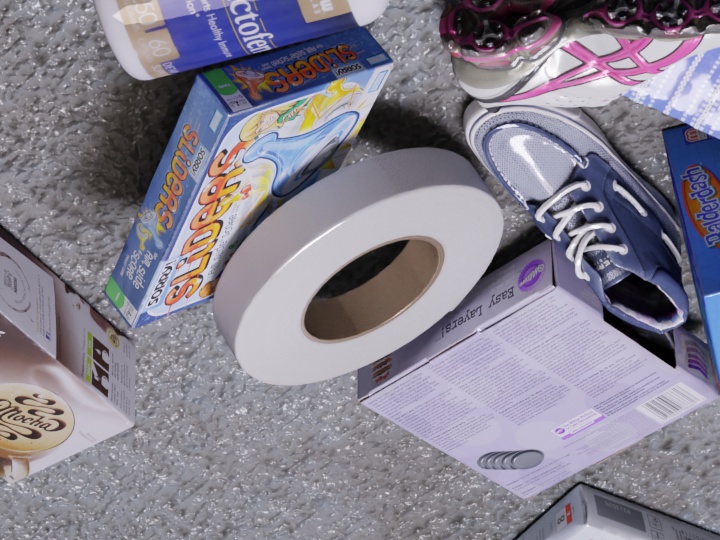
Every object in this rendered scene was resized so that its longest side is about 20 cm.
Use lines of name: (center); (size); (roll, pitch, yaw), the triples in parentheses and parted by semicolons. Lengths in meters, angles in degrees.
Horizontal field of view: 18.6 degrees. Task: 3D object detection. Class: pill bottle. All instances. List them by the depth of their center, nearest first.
pill bottle: (-0.049, -0.185, 1.239); (0.200, 0.116, 0.116); (-14, 136, 7)

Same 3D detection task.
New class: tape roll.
tape roll: (0.000, 0.000, 1.438); (0.203, 0.037, 0.203); (-24, 151, -15)

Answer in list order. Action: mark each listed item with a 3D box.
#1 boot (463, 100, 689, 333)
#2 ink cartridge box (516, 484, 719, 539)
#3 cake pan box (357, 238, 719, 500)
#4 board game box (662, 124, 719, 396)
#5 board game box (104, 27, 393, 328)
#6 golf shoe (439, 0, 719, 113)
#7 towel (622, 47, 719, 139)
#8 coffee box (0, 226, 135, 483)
boot: (0.148, -0.038, 1.435); (0.200, 0.090, 0.073); (32, 125, -34)
ink cartridge box: (0.183, 0.266, 1.792); (0.162, 0.050, 0.200); (22, 126, -27)
cake pan box: (0.128, 0.074, 1.567); (0.184, 0.052, 0.200); (30, 133, -34)
board game box: (0.249, 0.022, 1.467); (0.045, 0.152, 0.200); (-13, 136, 8)
board game box: (-0.072, -0.057, 1.369); (0.135, 0.034, 0.200); (-22, 153, -38)
golf shoe: (0.154, -0.144, 1.342); (0.200, 0.073, 0.092); (-6, 144, 17)
towel: (0.273, -0.124, 1.364); (0.200, 0.024, 0.145); (25, 127, -5)
coffee box: (-0.255, 0.047, 1.482); (0.113, 0.080, 0.200); (-25, 134, 20)
